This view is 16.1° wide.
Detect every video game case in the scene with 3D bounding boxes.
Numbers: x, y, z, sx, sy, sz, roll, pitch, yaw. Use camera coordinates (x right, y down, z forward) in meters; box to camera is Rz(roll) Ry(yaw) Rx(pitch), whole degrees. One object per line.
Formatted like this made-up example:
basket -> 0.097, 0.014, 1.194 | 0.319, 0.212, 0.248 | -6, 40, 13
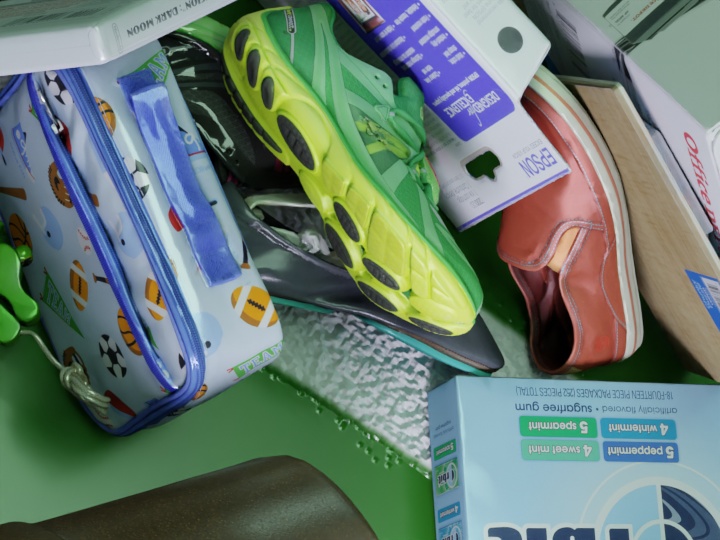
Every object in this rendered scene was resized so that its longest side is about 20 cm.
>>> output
video game case -> -0.146, -0.128, 1.254 | 0.182, 0.200, 0.023 | -34, 115, -49

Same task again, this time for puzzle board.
puzzle board -> 0.164, -0.021, 1.385 | 0.017, 0.151, 0.200 | -34, 103, -9

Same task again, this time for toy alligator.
toy alligator -> -0.193, -0.006, 1.281 | 0.200, 0.059, 0.054 | 35, 80, 2

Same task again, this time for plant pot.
plant pot -> -0.096, 0.187, 1.218 | 0.198, 0.200, 0.200 | -21, 84, -34

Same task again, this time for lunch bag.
lunch bag -> -0.120, -0.024, 1.279 | 0.076, 0.160, 0.200 | -23, 86, -28

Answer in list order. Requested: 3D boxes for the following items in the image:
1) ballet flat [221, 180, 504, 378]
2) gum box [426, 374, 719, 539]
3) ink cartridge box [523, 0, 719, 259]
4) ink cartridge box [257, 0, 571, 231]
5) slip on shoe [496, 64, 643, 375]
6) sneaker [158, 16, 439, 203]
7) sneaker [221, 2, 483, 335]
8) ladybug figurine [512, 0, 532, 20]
ballet flat -> 0.000, 0.000, 1.363 | 0.200, 0.073, 0.073 | 19, 68, -22
gum box -> 0.127, 0.161, 1.396 | 0.170, 0.045, 0.200 | 3, 73, -23
ink cartridge box -> 0.178, -0.097, 1.369 | 0.084, 0.145, 0.200 | -33, 47, -7
ink cartridge box -> 0.027, -0.120, 1.351 | 0.043, 0.198, 0.200 | -42, 94, -16
slip on shoe -> 0.104, -0.026, 1.390 | 0.061, 0.074, 0.200 | -28, 123, -21
sneaker -> -0.052, -0.072, 1.381 | 0.200, 0.077, 0.084 | 25, 81, -9
sneaker -> 0.009, -0.059, 1.308 | 0.084, 0.074, 0.200 | -29, 79, -24
ladybug figurine -> 0.111, -0.211, 1.483 | 0.136, 0.072, 0.200 | 47, 62, -5
